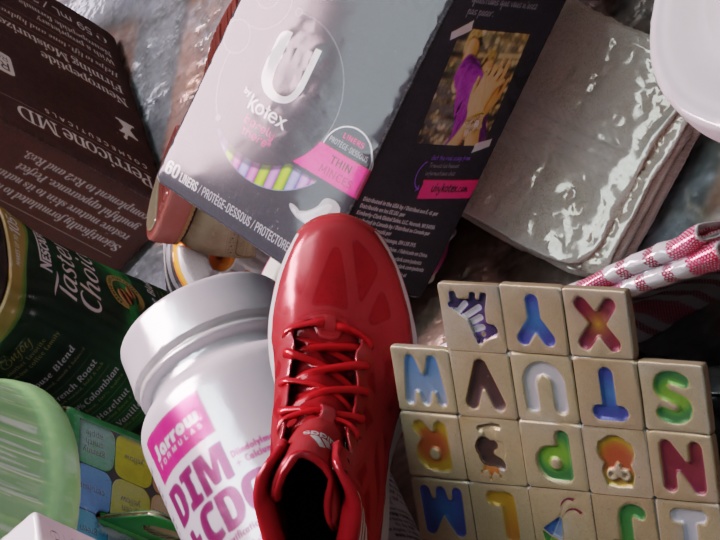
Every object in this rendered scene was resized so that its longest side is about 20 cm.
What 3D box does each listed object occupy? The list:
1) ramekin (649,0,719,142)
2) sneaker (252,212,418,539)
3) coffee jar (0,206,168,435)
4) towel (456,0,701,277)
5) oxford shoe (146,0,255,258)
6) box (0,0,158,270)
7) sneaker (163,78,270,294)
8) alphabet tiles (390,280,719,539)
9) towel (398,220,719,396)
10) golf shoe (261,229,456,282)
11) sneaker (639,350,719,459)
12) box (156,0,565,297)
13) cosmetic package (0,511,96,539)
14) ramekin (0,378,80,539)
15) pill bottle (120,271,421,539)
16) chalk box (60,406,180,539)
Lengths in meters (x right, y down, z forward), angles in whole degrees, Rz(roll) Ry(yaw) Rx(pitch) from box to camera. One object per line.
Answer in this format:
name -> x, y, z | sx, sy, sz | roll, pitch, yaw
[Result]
ramekin -> 0.241, -0.120, 1.271 | 0.202, 0.094, 0.203 | -29, 40, 27
sneaker -> -0.010, 0.063, 1.299 | 0.116, 0.078, 0.201 | 84, -176, -79
coffee jar -> -0.186, 0.030, 1.621 | 0.085, 0.200, 0.104 | -42, 41, 24
towel -> 0.087, -0.086, 1.462 | 0.200, 0.034, 0.133 | 31, 91, 33
oxford shoe -> -0.054, -0.094, 1.546 | 0.071, 0.075, 0.200 | -94, 27, -55
box -> -0.251, -0.077, 1.799 | 0.164, 0.166, 0.200 | -45, 39, 20
sneaker -> -0.077, -0.062, 1.662 | 0.077, 0.078, 0.200 | -48, 20, 62
alphabet tiles -> 0.092, 0.101, 1.274 | 0.166, 0.006, 0.201 | 3, 111, 34
towel -> 0.130, 0.017, 1.306 | 0.200, 0.146, 0.030 | -27, 78, 39
golf shoe -> 0.000, 0.000, 1.527 | 0.091, 0.075, 0.200 | 9, 75, 49
sneaker -> 0.155, 0.075, 1.278 | 0.199, 0.083, 0.071 | -13, 58, 46
box -> 0.004, -0.102, 1.424 | 0.122, 0.106, 0.200 | 32, 102, 31
cosmetic package -> -0.113, 0.259, 1.384 | 0.123, 0.200, 0.200 | -40, 41, 23
ramekin -> -0.252, 0.140, 1.508 | 0.200, 0.098, 0.200 | -28, 48, 37
pill bottle -> -0.046, 0.108, 1.432 | 0.113, 0.113, 0.200 | -42, 58, 25
chalk box -> -0.160, 0.164, 1.569 | 0.200, 0.124, 0.124 | -26, 49, 37
